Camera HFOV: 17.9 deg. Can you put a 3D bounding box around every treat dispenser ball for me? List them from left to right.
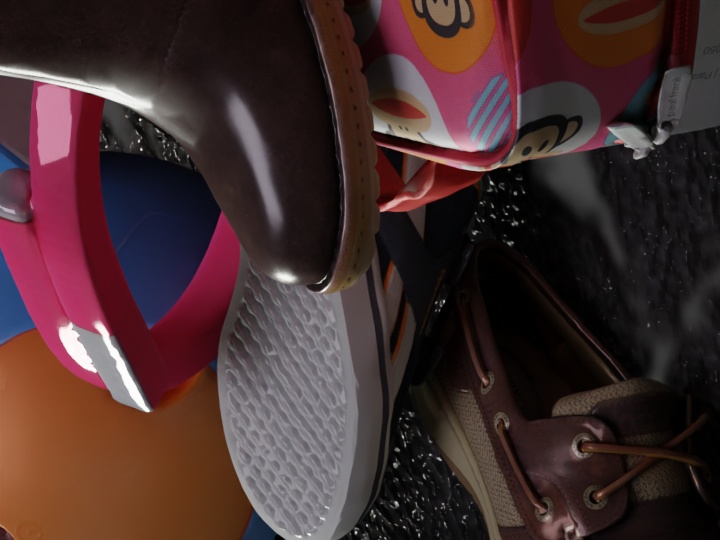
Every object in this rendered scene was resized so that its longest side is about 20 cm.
[{"bbox_3d":[-0.108,0.052,0.940,0.201,0.200,0.202,32,128,52],"label":"treat dispenser ball"}]

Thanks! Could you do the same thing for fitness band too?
[{"bbox_3d":[-0.066,-0.039,0.774,0.037,0.144,0.200,16,149,20],"label":"fitness band"}]

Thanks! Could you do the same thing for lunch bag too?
[{"bbox_3d":[0.008,-0.101,0.623,0.200,0.082,0.177,24,124,56],"label":"lunch bag"}]

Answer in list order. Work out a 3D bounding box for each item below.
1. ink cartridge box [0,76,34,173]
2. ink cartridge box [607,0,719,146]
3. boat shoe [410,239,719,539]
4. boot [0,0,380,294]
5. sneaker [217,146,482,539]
[{"bbox_3d":[-0.169,-0.103,0.941,0.068,0.116,0.200,40,162,-26],"label":"ink cartridge box"},{"bbox_3d":[0.078,-0.155,0.647,0.145,0.084,0.200,56,146,34],"label":"ink cartridge box"},{"bbox_3d":[0.079,0.065,0.753,0.200,0.072,0.072,-121,35,-44],"label":"boat shoe"},{"bbox_3d":[-0.098,-0.066,0.579,0.201,0.166,0.072,66,154,9],"label":"boot"},{"bbox_3d":[0.000,0.000,0.790,0.078,0.079,0.201,27,126,39],"label":"sneaker"}]
